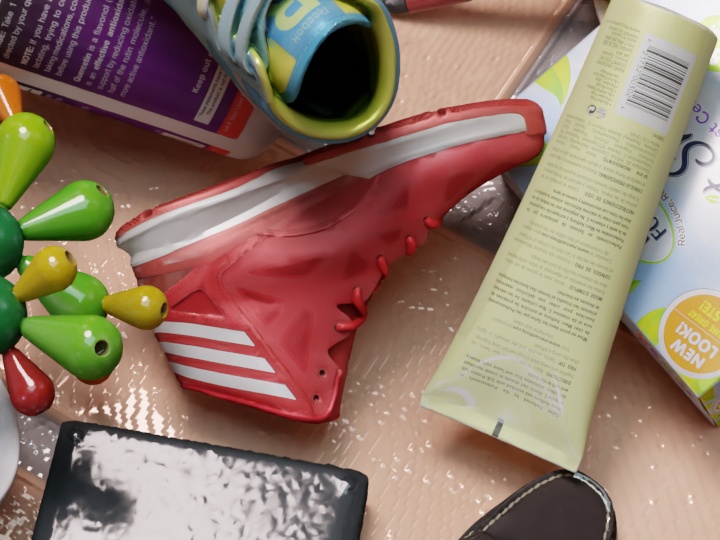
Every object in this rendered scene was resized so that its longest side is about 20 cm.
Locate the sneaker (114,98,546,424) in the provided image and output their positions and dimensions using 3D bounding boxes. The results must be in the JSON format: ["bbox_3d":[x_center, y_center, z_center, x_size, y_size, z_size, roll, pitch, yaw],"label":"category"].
[{"bbox_3d":[0.000,0.000,1.109,0.199,0.078,0.116,-18,93,4],"label":"sneaker"}]

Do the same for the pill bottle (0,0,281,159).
[{"bbox_3d":[-0.120,-0.131,1.135,0.199,0.112,0.113,18,59,-16],"label":"pill bottle"}]

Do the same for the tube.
[{"bbox_3d":[0.096,-0.019,1.084,0.052,0.058,0.201,22,89,-33],"label":"tube"}]

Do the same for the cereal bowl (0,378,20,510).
[{"bbox_3d":[-0.248,0.077,1.037,0.199,0.084,0.201,19,30,-12],"label":"cereal bowl"}]

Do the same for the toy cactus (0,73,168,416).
[{"bbox_3d":[-0.183,-0.001,1.061,0.164,0.103,0.200,-19,53,-27],"label":"toy cactus"}]

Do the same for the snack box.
[{"bbox_3d":[0.181,-0.059,1.126,0.200,0.068,0.169,-41,67,3],"label":"snack box"}]

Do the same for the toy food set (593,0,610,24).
[{"bbox_3d":[0.210,-0.149,1.225,0.197,0.049,0.201,-20,63,-13],"label":"toy food set"}]

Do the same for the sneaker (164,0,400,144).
[{"bbox_3d":[-0.053,-0.132,1.025,0.200,0.131,0.080,44,89,-15],"label":"sneaker"}]

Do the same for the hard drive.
[{"bbox_3d":[-0.080,0.167,1.044,0.138,0.033,0.201,10,61,3],"label":"hard drive"}]

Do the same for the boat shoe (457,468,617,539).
[{"bbox_3d":[0.052,0.150,1.027,0.073,0.065,0.200,34,54,10],"label":"boat shoe"}]

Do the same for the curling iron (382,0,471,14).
[{"bbox_3d":[0.091,-0.156,1.193,0.198,0.050,0.026,-4,37,20],"label":"curling iron"}]
